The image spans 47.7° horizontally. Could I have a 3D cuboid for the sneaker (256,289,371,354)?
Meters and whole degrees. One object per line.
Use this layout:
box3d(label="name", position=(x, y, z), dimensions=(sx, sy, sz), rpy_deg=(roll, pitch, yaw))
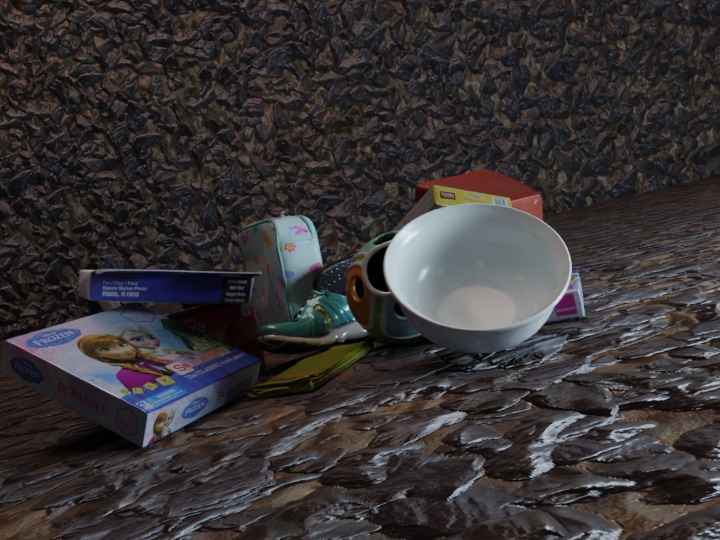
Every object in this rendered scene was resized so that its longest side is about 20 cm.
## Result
box3d(label="sneaker", position=(-0.059, 0.067, 1.105), dimensions=(0.199, 0.080, 0.077), rpy_deg=(-11, -6, -40))

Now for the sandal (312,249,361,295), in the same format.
box3d(label="sandal", position=(0.000, 0.000, 1.205), dimensions=(0.045, 0.076, 0.199), rpy_deg=(18, 31, 39))

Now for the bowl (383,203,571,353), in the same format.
box3d(label="bowl", position=(0.125, 0.022, 0.886), dimensions=(0.199, 0.091, 0.202), rpy_deg=(-3, 42, 3))

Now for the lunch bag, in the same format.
box3d(label="lunch bag", position=(-0.115, 0.014, 1.229), dimensions=(0.077, 0.202, 0.160), rpy_deg=(-12, 2, -29))

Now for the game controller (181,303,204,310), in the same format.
box3d(label="game controller", position=(-0.235, 0.087, 1.314), dimensions=(0.042, 0.104, 0.200), rpy_deg=(-48, 17, -18))

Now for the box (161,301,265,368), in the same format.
box3d(label="box", position=(-0.236, 0.104, 1.095), dimensions=(0.198, 0.096, 0.100), rpy_deg=(-14, 6, -14))

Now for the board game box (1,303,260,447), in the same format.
box3d(label="board game box", position=(-0.246, 0.105, 0.901), dimensions=(0.198, 0.042, 0.200), rpy_deg=(20, 18, 22))

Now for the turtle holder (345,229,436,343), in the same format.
box3d(label="turtle holder", position=(0.070, 0.015, 1.009), dimensions=(0.184, 0.142, 0.132), rpy_deg=(4, -17, 13))

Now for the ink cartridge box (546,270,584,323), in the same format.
box3d(label="ink cartridge box", position=(0.225, 0.035, 1.049), dimensions=(0.118, 0.042, 0.200), rpy_deg=(-11, 3, 16))

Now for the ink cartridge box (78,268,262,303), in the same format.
box3d(label="ink cartridge box", position=(-0.242, 0.020, 1.017), dimensions=(0.198, 0.041, 0.200), rpy_deg=(2, -1, -23))

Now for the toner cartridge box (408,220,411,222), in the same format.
box3d(label="toner cartridge box", position=(0.094, 0.001, 1.164), dimensions=(0.094, 0.043, 0.201), rpy_deg=(-6, 40, 27))

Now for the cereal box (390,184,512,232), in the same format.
box3d(label="cereal box", position=(0.133, -0.062, 1.314), dimensions=(0.143, 0.040, 0.200), rpy_deg=(5, -29, -23))

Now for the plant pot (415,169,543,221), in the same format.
box3d(label="plant pot", position=(0.241, -0.075, 1.560), dimensions=(0.198, 0.202, 0.176), rpy_deg=(-15, 18, -33))

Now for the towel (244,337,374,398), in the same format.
box3d(label="towel", position=(-0.055, 0.113, 0.975), dimensions=(0.085, 0.018, 0.200), rpy_deg=(-10, 4, 22))

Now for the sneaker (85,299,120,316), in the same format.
box3d(label="sneaker", position=(-0.371, 0.095, 1.161), dimensions=(0.084, 0.201, 0.075), rpy_deg=(-22, 36, -10))
